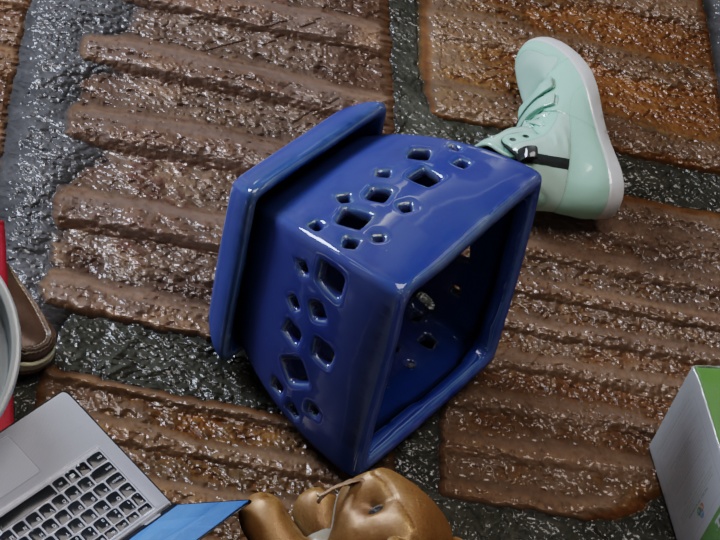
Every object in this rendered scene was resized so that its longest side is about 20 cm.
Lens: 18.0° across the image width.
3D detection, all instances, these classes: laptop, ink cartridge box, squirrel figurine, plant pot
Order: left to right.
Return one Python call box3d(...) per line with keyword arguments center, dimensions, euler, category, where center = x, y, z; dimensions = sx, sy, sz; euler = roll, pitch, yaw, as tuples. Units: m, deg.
box3d(center=(-0.212, 0.167, 1.542), dimensions=(0.187, 0.116, 0.200), euler=(-34, 65, -28), category="laptop")
box3d(center=(-0.010, 0.232, 1.516), dimensions=(0.141, 0.186, 0.200), euler=(21, 45, -54), category="squirrel figurine")
box3d(center=(0.000, 0.000, 1.749), dimensions=(0.180, 0.200, 0.200), euler=(32, 44, 21), category="plant pot")
box3d(center=(0.288, 0.182, 1.756), dimensions=(0.059, 0.104, 0.200), euler=(5, 46, -16), category="ink cartridge box")

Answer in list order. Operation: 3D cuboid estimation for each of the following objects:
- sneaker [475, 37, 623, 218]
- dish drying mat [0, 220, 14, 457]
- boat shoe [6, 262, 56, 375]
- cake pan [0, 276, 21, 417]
box3d(center=(0.150, -0.135, 2.016), dimensions=(0.118, 0.074, 0.201), euler=(3, 49, -28), category="sneaker")
box3d(center=(-0.293, 0.057, 1.658), dimensions=(0.077, 0.018, 0.200), euler=(2, 70, -21), category="dish drying mat")
box3d(center=(-0.307, -0.004, 1.723), dimensions=(0.202, 0.075, 0.075), euler=(39, 46, 17), category="boat shoe")
box3d(center=(-0.339, 0.063, 1.616), dimensions=(0.200, 0.037, 0.201), euler=(0, 71, 0), category="cake pan")
